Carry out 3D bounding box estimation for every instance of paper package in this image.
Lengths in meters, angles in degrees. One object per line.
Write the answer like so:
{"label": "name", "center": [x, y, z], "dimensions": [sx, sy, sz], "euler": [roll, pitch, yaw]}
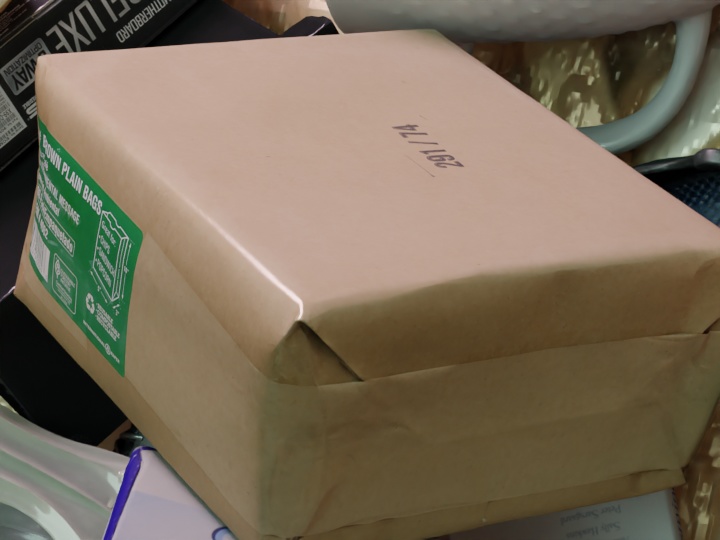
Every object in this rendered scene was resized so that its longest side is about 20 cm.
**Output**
{"label": "paper package", "center": [0.000, 0.000, 0.748], "dimensions": [0.200, 0.190, 0.104], "euler": [42, 129, 46]}

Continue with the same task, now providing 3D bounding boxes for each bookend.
{"label": "bookend", "center": [-0.122, -0.048, 0.943], "dimensions": [0.199, 0.092, 0.200], "euler": [-42, 42, -13]}

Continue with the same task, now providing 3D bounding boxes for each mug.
{"label": "mug", "center": [0.083, -0.142, 0.866], "dimensions": [0.175, 0.148, 0.200], "euler": [3, 111, 15]}

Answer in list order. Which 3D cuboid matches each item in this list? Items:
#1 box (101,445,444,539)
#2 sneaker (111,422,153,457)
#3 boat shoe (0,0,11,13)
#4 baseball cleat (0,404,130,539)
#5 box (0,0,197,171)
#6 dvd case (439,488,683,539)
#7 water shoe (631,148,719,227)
{"label": "box", "center": [-0.023, 0.189, 0.716], "dimensions": [0.184, 0.105, 0.200], "euler": [18, 108, -4]}
{"label": "sneaker", "center": [-0.100, 0.089, 0.931], "dimensions": [0.200, 0.078, 0.140], "euler": [-3, 77, 14]}
{"label": "boat shoe", "center": [-0.227, -0.133, 0.889], "dimensions": [0.200, 0.069, 0.074], "euler": [8, 52, 39]}
{"label": "baseball cleat", "center": [-0.135, 0.104, 0.866], "dimensions": [0.200, 0.106, 0.070], "euler": [35, 54, -5]}
{"label": "box", "center": [-0.151, -0.132, 0.938], "dimensions": [0.200, 0.050, 0.158], "euler": [-43, 40, -16]}
{"label": "dvd case", "center": [0.058, 0.128, 0.827], "dimensions": [0.143, 0.018, 0.200], "euler": [-16, 63, 17]}
{"label": "water shoe", "center": [0.076, -0.008, 0.864], "dimensions": [0.200, 0.079, 0.072], "euler": [-21, 72, 19]}
